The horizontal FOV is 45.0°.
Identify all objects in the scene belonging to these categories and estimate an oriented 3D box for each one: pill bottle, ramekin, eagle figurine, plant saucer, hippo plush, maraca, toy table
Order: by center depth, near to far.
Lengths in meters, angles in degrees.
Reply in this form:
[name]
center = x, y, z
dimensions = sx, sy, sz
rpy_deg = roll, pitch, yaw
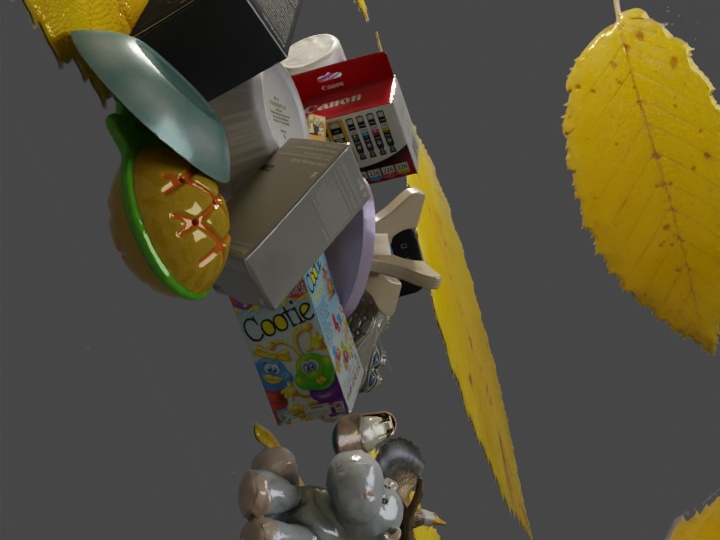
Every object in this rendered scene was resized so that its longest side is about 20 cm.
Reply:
[maraca]
center = -0.187, -0.067, 0.824
dimensions = 0.137, 0.106, 0.202
rpy_deg = 15, 56, -75
[plant saucer]
center = -0.188, -0.170, 0.838
dimensions = 0.201, 0.039, 0.201
rpy_deg = 45, 7, -7
[hippo plush]
center = -0.034, 0.290, 0.979
dimensions = 0.160, 0.159, 0.201
rpy_deg = -79, 152, -57
[ramekin]
center = -0.135, -0.185, 1.120
dimensions = 0.202, 0.093, 0.205
rpy_deg = -12, 90, -74
[toy table]
center = 0.016, -0.026, 1.173
dimensions = 0.184, 0.116, 0.201
rpy_deg = 56, -44, 43
[eagle figurine]
center = 0.058, 0.363, 1.325
dimensions = 0.151, 0.152, 0.200
rpy_deg = 46, 2, -10
[pill bottle]
center = -0.053, -0.281, 1.456
dimensions = 0.113, 0.111, 0.201
rpy_deg = -84, 156, -49

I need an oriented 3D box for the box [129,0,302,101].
[box]
center = -0.158, -0.299, 0.998
dimensions = 0.107, 0.147, 0.201
rpy_deg = 53, 27, -32

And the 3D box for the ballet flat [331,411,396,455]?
[ballet flat]
center = 0.013, 0.248, 1.359
dimensions = 0.200, 0.067, 0.069
rpy_deg = -2, 78, -74

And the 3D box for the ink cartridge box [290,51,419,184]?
[ink cartridge box]
center = -0.029, -0.217, 1.324
dimensions = 0.084, 0.198, 0.176
rpy_deg = -84, 156, -48

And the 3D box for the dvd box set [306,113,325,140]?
[dvd box set]
center = -0.079, -0.099, 1.230
dimensions = 0.147, 0.029, 0.202
rpy_deg = 117, -22, -51

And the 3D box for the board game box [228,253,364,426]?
[board game box]
center = -0.079, 0.077, 1.096
dimensions = 0.105, 0.102, 0.202
rpy_deg = -66, 141, -65

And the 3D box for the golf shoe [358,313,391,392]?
[golf shoe]
center = -0.008, 0.082, 1.327
dimensions = 0.078, 0.096, 0.202
rpy_deg = 140, -39, -60

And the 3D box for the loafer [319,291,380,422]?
[loafer]
center = -0.019, 0.121, 1.254
dimensions = 0.201, 0.069, 0.070
rpy_deg = -66, 157, -13

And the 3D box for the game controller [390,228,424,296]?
[game controller]
center = 0.000, 0.000, 1.301
dimensions = 0.042, 0.198, 0.105
rpy_deg = -176, -107, -75

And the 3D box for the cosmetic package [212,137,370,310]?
[cosmetic package]
center = -0.091, -0.058, 1.001
dimensions = 0.200, 0.106, 0.091
rpy_deg = -50, 134, -31
